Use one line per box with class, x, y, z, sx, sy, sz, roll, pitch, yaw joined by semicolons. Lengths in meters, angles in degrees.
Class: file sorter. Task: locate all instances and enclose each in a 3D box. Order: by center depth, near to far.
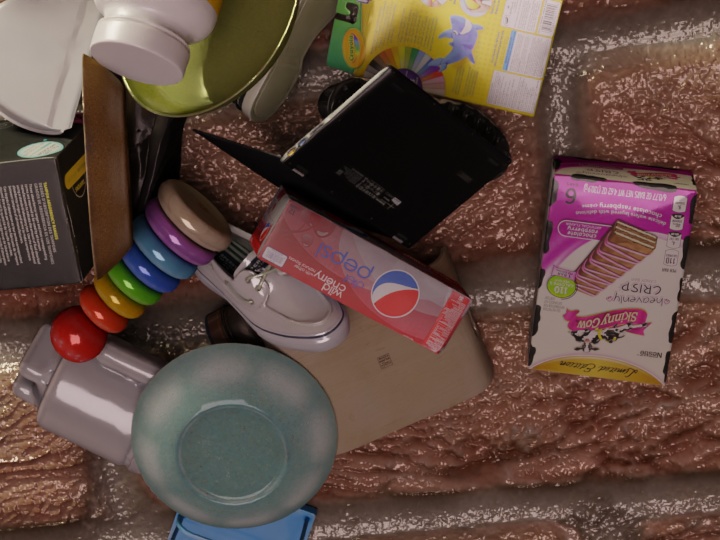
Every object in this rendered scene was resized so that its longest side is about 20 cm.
file sorter;-0.148;0.333;1.816;0.138;0.123;0.201;20;113;0

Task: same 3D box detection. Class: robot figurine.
robot figurine;-0.242;0.128;1.753;0.199;0.113;0.170;27;145;-4

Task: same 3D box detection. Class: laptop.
laptop;-0.008;-0.111;1.587;0.200;0.116;0.187;-39;138;18

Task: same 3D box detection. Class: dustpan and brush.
dustpan and brush;-0.343;-0.209;1.661;0.199;0.057;0.140;14;82;7

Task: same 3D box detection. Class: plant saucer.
plant saucer;-0.223;-0.093;1.570;0.035;0.200;0.201;-4;111;-7
plant saucer;-0.130;-0.224;1.588;0.200;0.201;0.031;-34;144;18
plant saucer;-0.121;0.168;1.684;0.200;0.039;0.202;-1;113;-1

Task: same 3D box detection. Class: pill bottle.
pill bottle;-0.168;-0.270;1.543;0.112;0.112;0.201;15;75;1

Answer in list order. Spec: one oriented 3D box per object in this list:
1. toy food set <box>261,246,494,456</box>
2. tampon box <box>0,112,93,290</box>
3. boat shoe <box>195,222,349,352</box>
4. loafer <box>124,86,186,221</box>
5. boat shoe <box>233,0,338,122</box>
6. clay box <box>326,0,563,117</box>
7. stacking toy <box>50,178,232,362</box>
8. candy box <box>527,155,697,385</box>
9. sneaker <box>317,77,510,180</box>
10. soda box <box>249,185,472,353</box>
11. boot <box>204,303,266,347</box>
toy food set;0.018;0.079;1.716;0.199;0.060;0.144;-23;111;-3
tampon box;-0.349;-0.064;1.673;0.199;0.150;0.127;-5;111;9
boat shoe;-0.096;0.011;1.661;0.199;0.074;0.067;26;150;34
loafer;-0.210;-0.119;1.684;0.071;0.073;0.201;20;107;11
boat shoe;-0.068;-0.237;1.617;0.066;0.074;0.200;35;106;24
clay box;0.076;-0.220;1.614;0.199;0.048;0.115;14;112;3
stacking toy;-0.213;0.012;1.654;0.085;0.085;0.200;42;103;-9
candy box;0.236;0.001;1.673;0.136;0.061;0.201;6;112;4
sneaker;0.046;-0.135;1.644;0.199;0.090;0.067;17;93;-25
soda box;0.000;0.000;1.620;0.199;0.070;0.064;29;97;-15
boot;-0.062;0.106;1.744;0.097;0.075;0.200;-30;103;20
